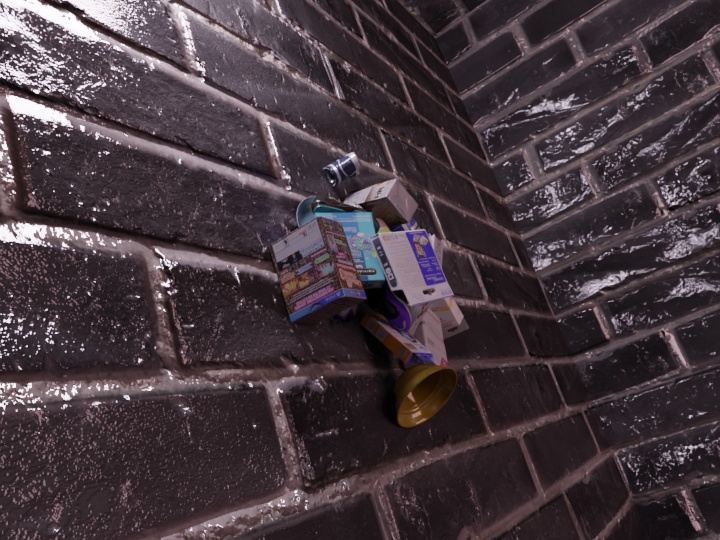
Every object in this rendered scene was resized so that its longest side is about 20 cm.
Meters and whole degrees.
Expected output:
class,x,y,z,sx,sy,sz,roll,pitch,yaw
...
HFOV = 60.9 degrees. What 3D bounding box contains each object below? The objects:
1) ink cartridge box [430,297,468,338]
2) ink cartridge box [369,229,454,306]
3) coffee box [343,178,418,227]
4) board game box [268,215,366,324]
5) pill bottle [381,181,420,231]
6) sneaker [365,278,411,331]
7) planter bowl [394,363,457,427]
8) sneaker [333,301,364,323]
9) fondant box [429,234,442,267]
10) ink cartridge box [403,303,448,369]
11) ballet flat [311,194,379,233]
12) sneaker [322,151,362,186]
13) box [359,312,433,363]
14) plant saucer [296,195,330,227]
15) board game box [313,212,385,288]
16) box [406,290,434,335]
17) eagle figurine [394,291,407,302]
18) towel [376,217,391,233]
class,x,y,z,sx,sy,sz,roll,pitch,yaw
ink cartridge box,0.245,0.132,1.942,0.200,0.117,0.067,58,28,-6
ink cartridge box,0.134,-0.005,1.563,0.198,0.043,0.200,-8,70,-48
coffee box,0.052,-0.188,1.797,0.114,0.200,0.080,47,56,-29
board game box,-0.100,0.003,1.413,0.097,0.159,0.201,10,57,-57
pill bottle,0.097,-0.176,1.970,0.200,0.116,0.116,55,28,-15
sneaker,0.060,0.089,1.590,0.200,0.069,0.100,58,30,-15
planter bowl,0.150,0.306,1.595,0.200,0.201,0.083,23,16,-51
sneaker,-0.029,0.087,1.591,0.200,0.074,0.088,-6,102,-68
fondant box,0.186,-0.010,1.940,0.058,0.144,0.200,47,31,-25
ink cartridge box,0.183,0.209,1.793,0.146,0.083,0.200,42,32,-43
ballet flat,-0.037,-0.158,1.636,0.200,0.068,0.069,20,39,-23
sneaker,-0.059,-0.307,1.886,0.070,0.108,0.200,57,-3,-4
box,0.103,0.187,1.625,0.200,0.042,0.119,41,15,32
plant saucer,-0.084,-0.112,1.630,0.200,0.027,0.201,19,49,-23
board game box,-0.032,-0.051,1.541,0.151,0.047,0.201,-2,63,-16
box,0.147,0.128,1.703,0.041,0.200,0.039,33,10,32
eagle figurine,0.122,0.019,1.739,0.151,0.200,0.152,19,51,-53
towel,0.012,-0.076,1.691,0.200,0.023,0.144,-15,56,-26
